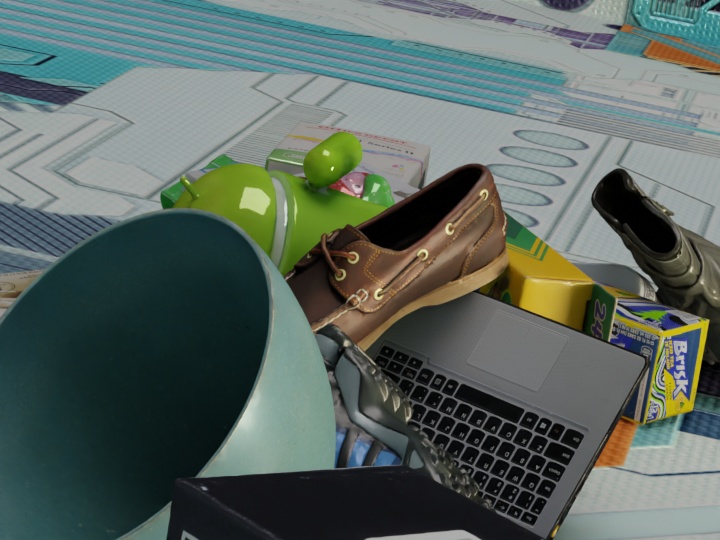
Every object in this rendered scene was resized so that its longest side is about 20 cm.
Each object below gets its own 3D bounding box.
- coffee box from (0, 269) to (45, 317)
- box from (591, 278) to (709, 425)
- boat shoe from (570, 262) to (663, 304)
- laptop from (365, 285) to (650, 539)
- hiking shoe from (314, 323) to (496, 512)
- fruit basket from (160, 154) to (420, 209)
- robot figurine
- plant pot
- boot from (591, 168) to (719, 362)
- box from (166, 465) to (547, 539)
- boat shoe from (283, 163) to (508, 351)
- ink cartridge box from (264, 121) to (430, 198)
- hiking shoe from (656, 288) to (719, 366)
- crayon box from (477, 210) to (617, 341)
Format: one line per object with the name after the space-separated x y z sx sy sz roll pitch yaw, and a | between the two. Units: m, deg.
-0.146 0.062 1.638 0.112 0.080 0.200 -6 19 -19 | coffee box
0.137 0.040 1.975 0.199 0.071 0.064 21 20 36 | box
0.141 0.022 2.072 0.199 0.070 0.066 5 -23 42 | boat shoe
0.027 0.083 1.650 0.187 0.201 0.116 22 -16 38 | laptop
0.009 0.120 1.550 0.074 0.087 0.200 43 6 -46 | hiking shoe
-0.037 -0.042 2.076 0.199 0.094 0.185 -21 28 -27 | fruit basket
-0.039 0.003 1.802 0.199 0.176 0.116 17 19 -24 | robot figurine
-0.089 0.089 1.445 0.200 0.201 0.135 26 -14 48 | plant pot
0.236 0.015 1.966 0.131 0.068 0.200 39 4 -45 | boot
0.019 0.195 1.017 0.123 0.200 0.200 1 17 -41 | box
0.000 0.000 1.709 0.199 0.071 0.070 -31 42 -24 | boat shoe
-0.010 -0.069 2.305 0.116 0.068 0.200 11 14 5 | ink cartridge box
0.300 0.030 2.057 0.199 0.101 0.076 24 11 39 | hiking shoe
0.091 0.045 1.809 0.051 0.127 0.200 4 15 -20 | crayon box
